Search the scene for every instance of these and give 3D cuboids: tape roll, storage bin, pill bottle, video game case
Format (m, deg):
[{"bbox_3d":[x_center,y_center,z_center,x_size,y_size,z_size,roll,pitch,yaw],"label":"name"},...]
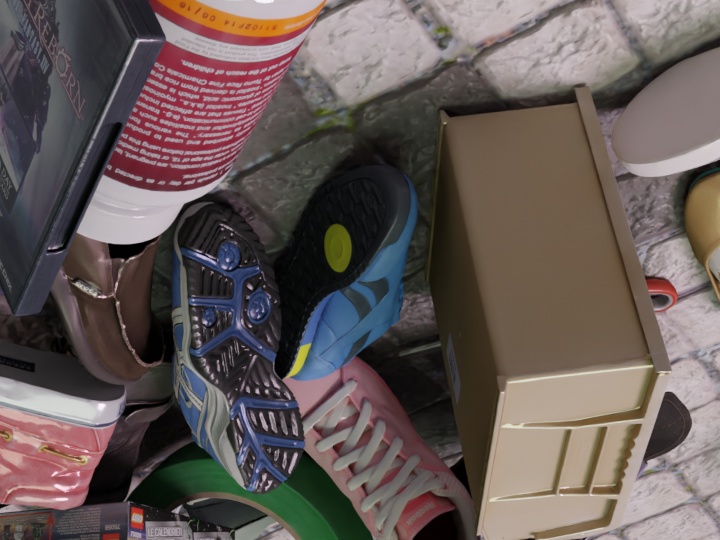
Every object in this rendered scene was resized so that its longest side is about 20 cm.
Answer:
[{"bbox_3d":[-0.085,0.221,1.139,0.199,0.048,0.202,7,111,20],"label":"tape roll"},{"bbox_3d":[0.103,0.035,0.935,0.093,0.201,0.199,-6,145,-5],"label":"storage bin"},{"bbox_3d":[-0.096,-0.105,0.759,0.112,0.113,0.200,8,140,-25],"label":"pill bottle"},{"bbox_3d":[-0.157,-0.093,0.735,0.019,0.143,0.200,-10,149,-35],"label":"video game case"}]

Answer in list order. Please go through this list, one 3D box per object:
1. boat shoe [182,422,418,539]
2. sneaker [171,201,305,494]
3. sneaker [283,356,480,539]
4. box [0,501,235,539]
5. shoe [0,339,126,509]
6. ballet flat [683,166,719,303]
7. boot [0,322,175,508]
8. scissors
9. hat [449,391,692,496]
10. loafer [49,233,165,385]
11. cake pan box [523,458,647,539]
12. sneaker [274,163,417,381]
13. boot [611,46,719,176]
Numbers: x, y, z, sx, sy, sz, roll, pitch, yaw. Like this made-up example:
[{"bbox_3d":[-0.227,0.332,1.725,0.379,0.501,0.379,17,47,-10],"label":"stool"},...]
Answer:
[{"bbox_3d":[-0.051,0.148,1.165,0.199,0.076,0.061,-30,96,15],"label":"boat shoe"},{"bbox_3d":[-0.094,0.049,0.981,0.076,0.077,0.201,-29,124,-37],"label":"sneaker"},{"bbox_3d":[0.014,0.129,1.062,0.075,0.105,0.200,-40,104,-4],"label":"sneaker"},{"bbox_3d":[-0.206,0.195,1.077,0.199,0.040,0.137,-8,161,24],"label":"box"},{"bbox_3d":[-0.253,0.087,0.966,0.199,0.072,0.091,17,111,-14],"label":"shoe"},{"bbox_3d":[0.271,0.003,1.060,0.068,0.063,0.200,-22,143,14],"label":"ballet flat"},{"bbox_3d":[-0.215,0.091,1.052,0.199,0.069,0.175,3,137,-27],"label":"boot"},{"bbox_3d":[0.128,0.034,1.108,0.199,0.014,0.073,-3,146,-11],"label":"scissors"},{"bbox_3d":[0.143,0.103,1.141,0.199,0.081,0.201,-14,155,-7],"label":"hat"},{"bbox_3d":[-0.149,-0.001,0.918,0.071,0.073,0.200,-15,143,4],"label":"loafer"},{"bbox_3d":[0.107,0.208,1.074,0.184,0.052,0.200,-46,167,-24],"label":"cake pan box"},{"bbox_3d":[0.000,0.000,0.984,0.078,0.066,0.200,-6,146,-31],"label":"sneaker"},{"bbox_3d":[0.252,-0.095,0.908,0.199,0.073,0.090,-27,136,20],"label":"boot"}]
